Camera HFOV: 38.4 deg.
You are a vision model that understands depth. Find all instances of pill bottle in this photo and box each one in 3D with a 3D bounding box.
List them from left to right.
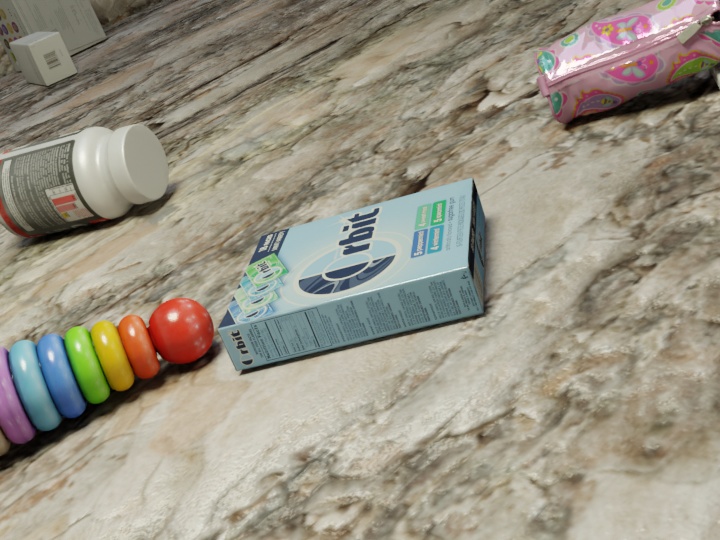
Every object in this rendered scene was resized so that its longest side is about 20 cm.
[{"bbox_3d":[-0.348,-0.112,1.279,0.200,0.116,0.116,-11,26,22],"label":"pill bottle"}]

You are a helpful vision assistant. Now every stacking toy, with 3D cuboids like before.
[{"bbox_3d":[-0.213,0.076,0.827,0.200,0.085,0.085,-19,23,-11],"label":"stacking toy"}]

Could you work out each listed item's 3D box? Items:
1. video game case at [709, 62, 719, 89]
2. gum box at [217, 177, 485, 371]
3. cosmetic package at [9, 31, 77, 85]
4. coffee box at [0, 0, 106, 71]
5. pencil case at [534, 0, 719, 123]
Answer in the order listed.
[{"bbox_3d":[0.424,-0.210,0.971,0.182,0.023,0.200,-14,24,16],"label":"video game case"},{"bbox_3d":[0.000,0.000,0.842,0.200,0.045,0.170,-14,25,14],"label":"gum box"},{"bbox_3d":[-0.761,-0.508,2.473,0.085,0.108,0.200,-31,27,-21],"label":"cosmetic package"},{"bbox_3d":[-0.841,-0.663,2.751,0.200,0.200,0.198,-37,28,-32],"label":"coffee box"},{"bbox_3d":[0.269,-0.211,0.992,0.200,0.087,0.087,-18,22,29],"label":"pencil case"}]
